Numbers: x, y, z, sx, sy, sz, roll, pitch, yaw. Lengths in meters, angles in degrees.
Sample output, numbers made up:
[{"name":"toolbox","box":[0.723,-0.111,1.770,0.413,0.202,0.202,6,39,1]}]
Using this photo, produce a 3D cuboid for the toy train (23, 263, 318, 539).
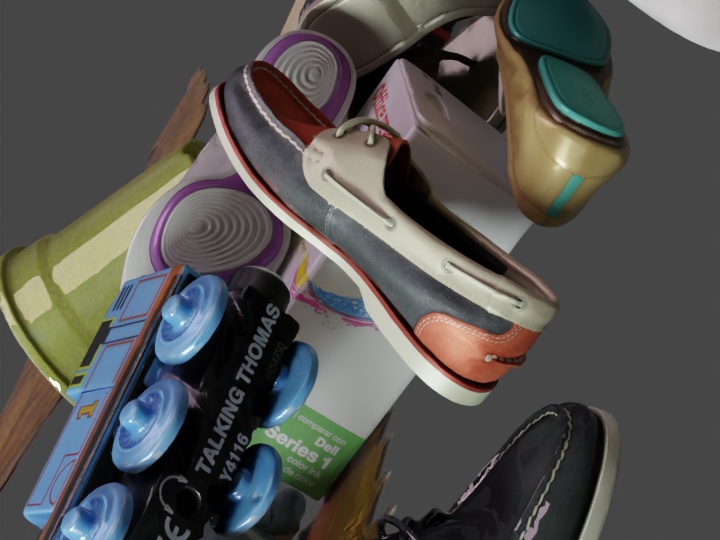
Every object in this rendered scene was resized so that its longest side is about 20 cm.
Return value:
[{"name":"toy train","box":[-0.094,0.088,0.666,0.114,0.087,0.201,-15,45,49]}]

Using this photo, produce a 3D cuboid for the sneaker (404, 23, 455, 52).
[{"name":"sneaker","box":[0.037,-0.192,0.979,0.201,0.079,0.096,-53,4,-15]}]

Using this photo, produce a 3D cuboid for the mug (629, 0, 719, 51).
[{"name":"mug","box":[0.147,-0.207,0.599,0.153,0.186,0.149,-47,43,2]}]

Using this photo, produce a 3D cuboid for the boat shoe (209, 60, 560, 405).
[{"name":"boat shoe","box":[0.008,-0.031,0.663,0.071,0.200,0.063,-10,-36,-54]}]

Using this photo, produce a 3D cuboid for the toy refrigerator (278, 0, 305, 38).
[{"name":"toy refrigerator","box":[-0.017,-0.157,1.039,0.070,0.076,0.201,-42,22,45]}]

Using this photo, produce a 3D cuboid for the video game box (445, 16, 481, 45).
[{"name":"video game box","box":[0.043,-0.146,1.058,0.183,0.047,0.200,-62,15,-10]}]

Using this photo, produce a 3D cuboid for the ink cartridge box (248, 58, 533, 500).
[{"name":"ink cartridge box","box":[0.000,0.000,0.800,0.201,0.084,0.145,-53,15,16]}]

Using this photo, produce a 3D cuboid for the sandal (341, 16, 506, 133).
[{"name":"sandal","box":[0.017,-0.091,0.874,0.200,0.057,0.080,-32,50,4]}]

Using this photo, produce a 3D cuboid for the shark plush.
[{"name":"shark plush","box":[-0.080,0.160,0.720,0.091,0.083,0.200,-52,15,11]}]

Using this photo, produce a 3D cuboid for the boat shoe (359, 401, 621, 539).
[{"name":"boat shoe","box":[0.016,0.123,0.513,0.200,0.066,0.075,-56,14,5]}]

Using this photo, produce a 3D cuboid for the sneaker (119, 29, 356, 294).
[{"name":"sneaker","box":[-0.064,-0.035,0.812,0.201,0.075,0.100,-57,-1,-22]}]

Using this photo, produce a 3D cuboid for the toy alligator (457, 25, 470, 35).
[{"name":"toy alligator","box":[0.030,-0.066,0.926,0.201,0.059,0.054,-53,-31,-13]}]

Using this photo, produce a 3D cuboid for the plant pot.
[{"name":"plant pot","box":[-0.155,0.003,1.162,0.184,0.200,0.201,-41,17,12]}]

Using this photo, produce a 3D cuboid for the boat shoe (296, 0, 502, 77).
[{"name":"boat shoe","box":[0.053,-0.177,0.846,0.199,0.073,0.063,-23,26,16]}]

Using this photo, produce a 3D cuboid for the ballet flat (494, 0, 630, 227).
[{"name":"ballet flat","box":[0.091,-0.087,0.731,0.200,0.068,0.063,-80,14,-61]}]
